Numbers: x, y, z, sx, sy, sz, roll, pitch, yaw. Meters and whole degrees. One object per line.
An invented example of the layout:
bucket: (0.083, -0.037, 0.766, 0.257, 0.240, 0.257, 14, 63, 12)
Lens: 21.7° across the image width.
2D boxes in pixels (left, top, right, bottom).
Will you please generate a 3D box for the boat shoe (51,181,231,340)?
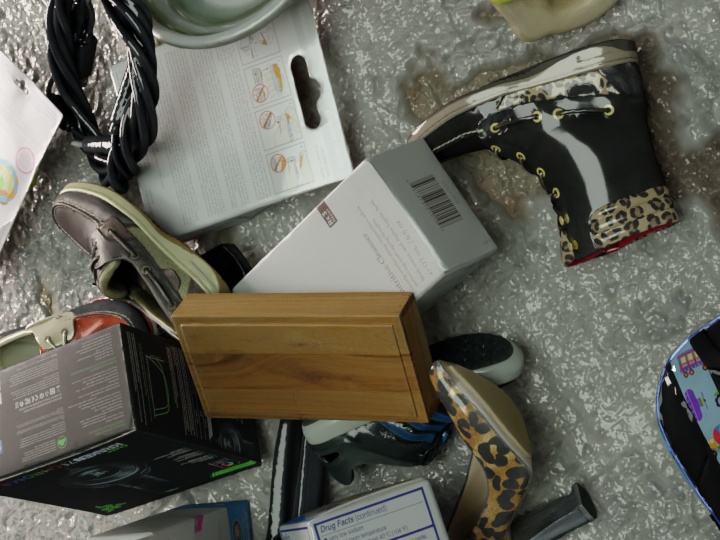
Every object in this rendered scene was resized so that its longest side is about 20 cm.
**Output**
boat shoe: (-0.193, -0.008, 1.556, 0.199, 0.065, 0.074, 30, 146, 30)

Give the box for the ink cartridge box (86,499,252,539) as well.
ink cartridge box: (-0.161, 0.263, 1.540, 0.067, 0.200, 0.117, -7, 90, 25)

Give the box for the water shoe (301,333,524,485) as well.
water shoe: (0.051, 0.112, 1.515, 0.198, 0.072, 0.079, -19, 112, 24)

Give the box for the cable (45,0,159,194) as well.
cable: (-0.217, -0.159, 1.560, 0.164, 0.050, 0.200, 66, 148, 22)

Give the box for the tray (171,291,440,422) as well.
tray: (-0.043, 0.068, 1.458, 0.198, 0.037, 0.099, 0, 122, 27)

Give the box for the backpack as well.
backpack: (0.317, 0.115, 1.338, 0.182, 0.134, 0.201, -39, 77, 22)

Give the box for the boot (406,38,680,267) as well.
boot: (0.143, -0.077, 1.448, 0.198, 0.073, 0.152, -21, 84, 20)

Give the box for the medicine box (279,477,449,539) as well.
medicine box: (0.021, 0.274, 1.452, 0.102, 0.182, 0.202, -17, 85, -12)

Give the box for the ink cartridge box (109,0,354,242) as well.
ink cartridge box: (-0.104, -0.127, 1.579, 0.198, 0.050, 0.164, -17, 85, 21)

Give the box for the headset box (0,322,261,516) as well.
headset box: (-0.202, 0.130, 1.559, 0.173, 0.200, 0.094, -20, 68, 24)

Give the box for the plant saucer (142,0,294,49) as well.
plant saucer: (-0.100, -0.263, 1.542, 0.198, 0.050, 0.202, -13, 61, 24)

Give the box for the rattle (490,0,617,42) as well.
rattle: (0.172, -0.277, 1.444, 0.199, 0.143, 0.130, -39, 109, 7)

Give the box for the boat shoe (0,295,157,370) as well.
boat shoe: (-0.262, 0.070, 1.635, 0.199, 0.062, 0.072, -12, 95, 36)

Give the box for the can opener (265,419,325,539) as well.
can opener: (-0.058, 0.214, 1.566, 0.063, 0.078, 0.202, 13, 90, 32)

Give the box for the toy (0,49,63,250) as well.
toy: (-0.326, -0.092, 1.681, 0.115, 0.047, 0.201, 43, 116, 24)

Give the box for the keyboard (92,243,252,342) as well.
keyboard: (-0.161, 0.031, 1.621, 0.199, 0.040, 0.105, -27, 88, 33)

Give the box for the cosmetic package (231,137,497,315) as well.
cosmetic package: (0.000, 0.000, 1.484, 0.113, 0.081, 0.200, 54, 129, 10)

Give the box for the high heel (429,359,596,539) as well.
high heel: (0.074, 0.164, 1.451, 0.142, 0.072, 0.200, -32, 117, 19)
